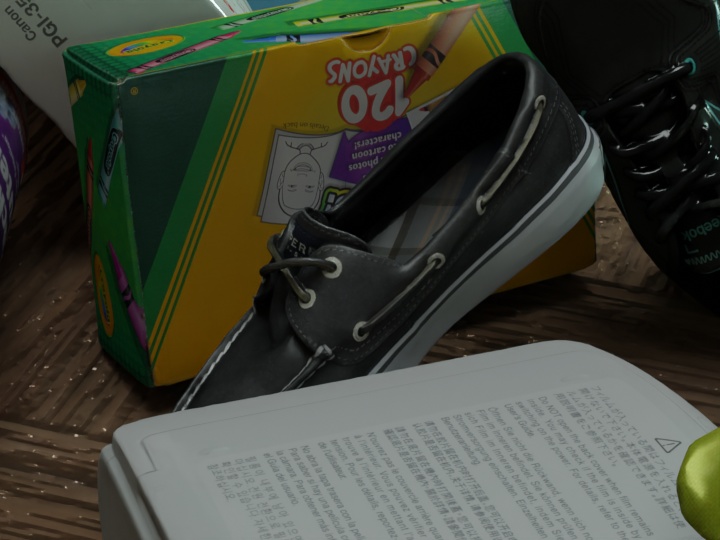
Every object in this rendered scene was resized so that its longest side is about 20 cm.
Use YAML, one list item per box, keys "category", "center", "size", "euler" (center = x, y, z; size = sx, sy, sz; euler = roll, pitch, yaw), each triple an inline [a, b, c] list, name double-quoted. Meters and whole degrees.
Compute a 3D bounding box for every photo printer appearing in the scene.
- category: "photo printer"
  center: [0.036, 0.093, 0.629]
  size: [0.199, 0.070, 0.166]
  euler: [-10, 33, -20]

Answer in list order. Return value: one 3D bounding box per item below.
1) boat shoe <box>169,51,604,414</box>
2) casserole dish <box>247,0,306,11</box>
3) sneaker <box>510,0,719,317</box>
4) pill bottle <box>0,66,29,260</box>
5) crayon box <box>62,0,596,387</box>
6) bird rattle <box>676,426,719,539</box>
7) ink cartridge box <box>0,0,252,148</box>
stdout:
- category: "boat shoe"
  center: [0.000, 0.000, 0.713]
  size: [0.200, 0.066, 0.070]
  euler: [-39, 38, -8]
- category: "casserole dish"
  center: [0.012, -0.099, 0.973]
  size: [0.200, 0.039, 0.121]
  euler: [25, 39, 32]
- category: "sneaker"
  center: [0.122, -0.050, 0.770]
  size: [0.075, 0.200, 0.079]
  euler: [-27, 41, 19]
- category: "pill bottle"
  center: [-0.186, -0.010, 0.748]
  size: [0.111, 0.112, 0.200]
  euler: [1, 32, -2]
- category: "crayon box"
  center: [-0.007, -0.041, 0.793]
  size: [0.199, 0.119, 0.058]
  euler: [-15, 24, -25]
- category: "bird rattle"
  center: [0.173, 0.091, 0.518]
  size: [0.163, 0.201, 0.113]
  euler: [-23, 10, 2]
- category: "ink cartridge box"
  center: [-0.109, -0.124, 0.892]
  size: [0.083, 0.147, 0.200]
  euler: [-37, 35, 6]
